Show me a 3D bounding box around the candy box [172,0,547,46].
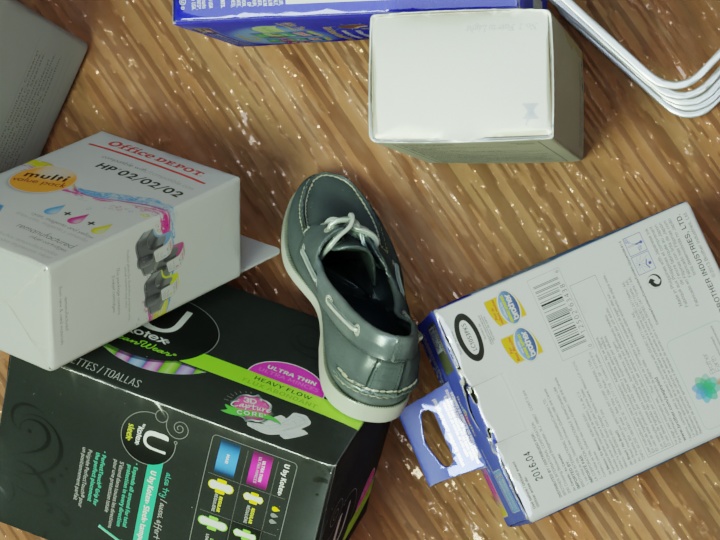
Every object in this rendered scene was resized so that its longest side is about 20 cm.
[{"bbox_3d":[0.004,-0.176,1.358,0.199,0.169,0.077,-1,91,9],"label":"candy box"}]

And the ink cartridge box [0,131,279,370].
[{"bbox_3d":[-0.149,-0.022,1.339,0.115,0.200,0.068,20,121,33],"label":"ink cartridge box"}]

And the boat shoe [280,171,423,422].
[{"bbox_3d":[0.000,0.000,1.355,0.073,0.200,0.062,6,129,-16],"label":"boat shoe"}]

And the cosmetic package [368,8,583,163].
[{"bbox_3d":[0.070,-0.102,1.328,0.103,0.200,0.073,0,88,9],"label":"cosmetic package"}]

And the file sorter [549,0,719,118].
[{"bbox_3d":[0.179,-0.173,1.314,0.139,0.200,0.125,43,97,8],"label":"file sorter"}]

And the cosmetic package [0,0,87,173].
[{"bbox_3d":[-0.290,-0.110,1.388,0.167,0.200,0.167,25,90,9],"label":"cosmetic package"}]

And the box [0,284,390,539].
[{"bbox_3d":[-0.095,0.095,1.360,0.200,0.149,0.125,19,119,9],"label":"box"}]

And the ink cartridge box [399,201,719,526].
[{"bbox_3d":[0.123,0.061,1.351,0.200,0.076,0.137,-23,84,-11],"label":"ink cartridge box"}]
